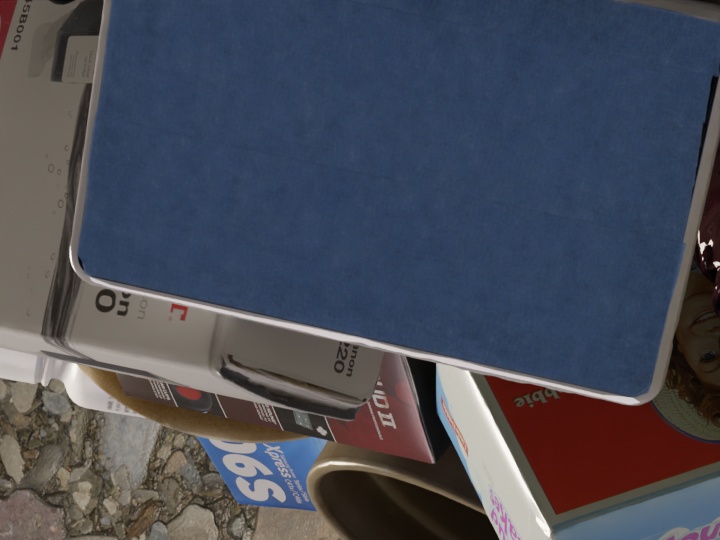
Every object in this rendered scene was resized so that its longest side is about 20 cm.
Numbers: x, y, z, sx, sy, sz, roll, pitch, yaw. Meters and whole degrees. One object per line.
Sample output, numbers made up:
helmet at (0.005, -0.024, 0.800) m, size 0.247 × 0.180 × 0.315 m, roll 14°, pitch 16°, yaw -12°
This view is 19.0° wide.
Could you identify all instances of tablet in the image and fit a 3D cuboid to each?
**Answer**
tablet at (0.010, -0.038, 0.681) m, size 0.198 × 0.131 × 0.014 m, roll 12°, pitch -163°, yaw 7°

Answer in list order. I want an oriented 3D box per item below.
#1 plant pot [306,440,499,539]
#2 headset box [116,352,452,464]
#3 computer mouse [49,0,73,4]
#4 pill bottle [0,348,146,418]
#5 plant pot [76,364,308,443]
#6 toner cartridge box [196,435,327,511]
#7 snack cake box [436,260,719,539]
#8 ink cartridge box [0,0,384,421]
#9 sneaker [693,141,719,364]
plant pot at (0.101, 0.075, 1.011) m, size 0.199 × 0.174 × 0.200 m, roll 27°, pitch 159°, yaw 11°
headset box at (0.000, 0.000, 0.950) m, size 0.199 × 0.149 × 0.076 m, roll 8°, pitch 130°, yaw 36°
computer mouse at (-0.198, -0.118, 0.753) m, size 0.198 × 0.046 × 0.140 m, roll 11°, pitch 176°, yaw 21°
pill bottle at (-0.114, 0.034, 1.290) m, size 0.198 × 0.115 × 0.113 m, roll 10°, pitch 175°, yaw -7°
plant pot at (-0.058, -0.004, 1.065) m, size 0.198 × 0.201 × 0.028 m, roll 13°, pitch 139°, yaw -1°
toner cartridge box at (-0.055, 0.059, 1.178) m, size 0.094 × 0.043 × 0.201 m, roll 1°, pitch 141°, yaw 25°
snack cake box at (0.140, 0.047, 0.827) m, size 0.198 × 0.115 × 0.068 m, roll -16°, pitch 140°, yaw -12°
ink cartridge box at (-0.077, -0.034, 0.803) m, size 0.199 × 0.147 × 0.085 m, roll 8°, pitch 172°, yaw 40°
sneaker at (0.126, -0.005, 0.785) m, size 0.199 × 0.117 × 0.075 m, roll 8°, pitch 173°, yaw 42°
